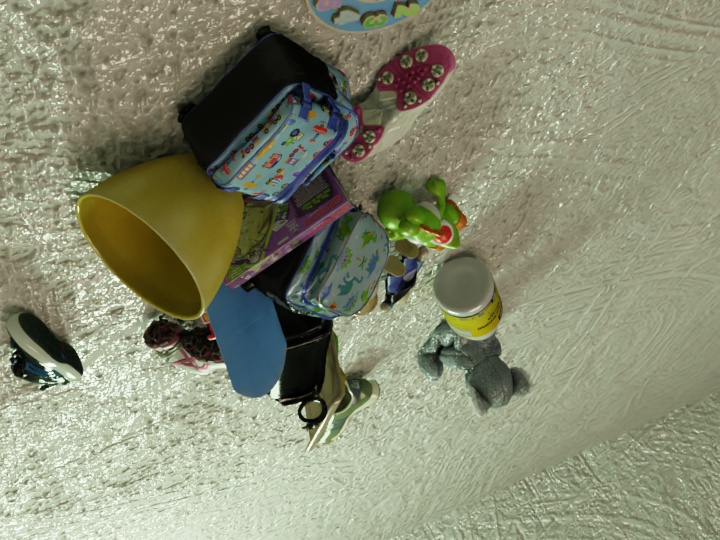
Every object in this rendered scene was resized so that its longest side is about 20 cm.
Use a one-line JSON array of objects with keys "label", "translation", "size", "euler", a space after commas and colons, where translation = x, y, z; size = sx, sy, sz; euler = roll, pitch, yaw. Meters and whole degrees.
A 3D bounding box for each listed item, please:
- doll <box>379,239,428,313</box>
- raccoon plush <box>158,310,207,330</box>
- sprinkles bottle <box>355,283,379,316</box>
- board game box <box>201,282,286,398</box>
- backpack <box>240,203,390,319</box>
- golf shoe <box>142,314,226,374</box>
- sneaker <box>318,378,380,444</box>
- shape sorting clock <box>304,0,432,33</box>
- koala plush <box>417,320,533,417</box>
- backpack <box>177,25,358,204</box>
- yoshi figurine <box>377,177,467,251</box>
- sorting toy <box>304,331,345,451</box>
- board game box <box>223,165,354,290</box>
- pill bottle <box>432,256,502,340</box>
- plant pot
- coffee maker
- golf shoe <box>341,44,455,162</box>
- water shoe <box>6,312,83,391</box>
[{"label": "doll", "translation": [0.072, 0.011, 1.849], "size": [0.137, 0.048, 0.200], "euler": [-53, 166, -18]}, {"label": "raccoon plush", "translation": [-0.213, -0.006, 1.534], "size": [0.200, 0.097, 0.134], "euler": [-26, 150, -47]}, {"label": "sprinkles bottle", "translation": [0.000, 0.000, 1.754], "size": [0.068, 0.068, 0.200], "euler": [-22, 153, -14]}, {"label": "board game box", "translation": [-0.172, 0.078, 1.500], "size": [0.039, 0.201, 0.158], "euler": [-12, -168, 27]}, {"label": "backpack", "translation": [-0.048, -0.018, 1.538], "size": [0.184, 0.146, 0.200], "euler": [-65, 156, -2]}, {"label": "golf shoe", "translation": [-0.231, 0.116, 1.603], "size": [0.092, 0.199, 0.073], "euler": [51, 60, -38]}, {"label": "sneaker", "translation": [-0.055, 0.285, 2.218], "size": [0.090, 0.067, 0.200], "euler": [15, 130, -46]}, {"label": "shape sorting clock", "translation": [0.029, -0.341, 1.209], "size": [0.199, 0.039, 0.200], "euler": [-24, 153, -13]}, {"label": "koala plush", "translation": [0.244, 0.197, 2.201], "size": [0.177, 0.201, 0.184], "euler": [-15, 150, -26]}, {"label": "backpack", "translation": [-0.088, -0.170, 1.290], "size": [0.182, 0.135, 0.200], "euler": [-41, 153, 20]}, {"label": "yoshi figurine", "translation": [0.089, -0.086, 1.686], "size": [0.111, 0.113, 0.200], "euler": [-7, 176, 21]}, {"label": "sorting toy", "translation": [-0.065, 0.189, 1.887], "size": [0.036, 0.201, 0.185], "euler": [7, 142, -17]}, {"label": "board game box", "translation": [-0.119, -0.078, 1.435], "size": [0.199, 0.120, 0.032], "euler": [-33, 153, 8]}, {"label": "pill bottle", "translation": [0.207, 0.060, 2.020], "size": [0.112, 0.113, 0.200], "euler": [-30, 154, 2]}, {"label": "plant pot", "translation": [-0.224, -0.060, 1.315], "size": [0.142, 0.200, 0.200], "euler": [-49, 164, -29]}, {"label": "coffee maker", "translation": [-0.101, 0.123, 1.727], "size": [0.135, 0.192, 0.200], "euler": [-40, 161, -23]}, {"label": "golf shoe", "translation": [0.052, -0.223, 1.425], "size": [0.200, 0.075, 0.091], "euler": [-39, 168, 24]}, {"label": "water shoe", "translation": [-0.457, 0.125, 1.509], "size": [0.079, 0.072, 0.200], "euler": [-27, 153, -1]}]
